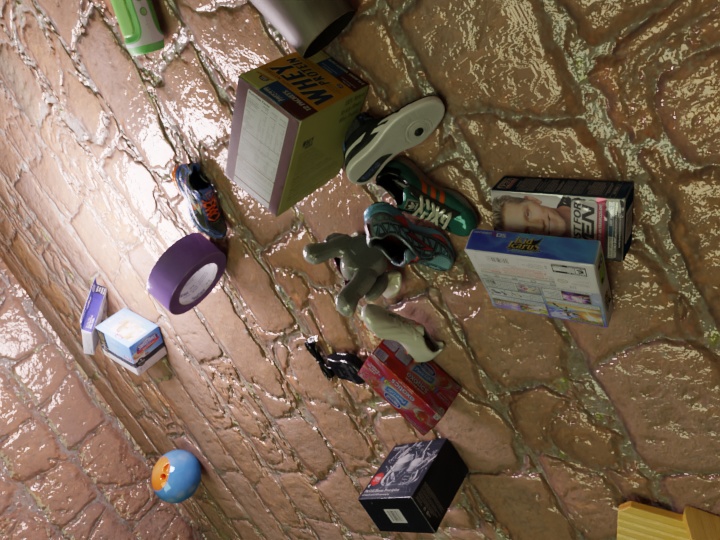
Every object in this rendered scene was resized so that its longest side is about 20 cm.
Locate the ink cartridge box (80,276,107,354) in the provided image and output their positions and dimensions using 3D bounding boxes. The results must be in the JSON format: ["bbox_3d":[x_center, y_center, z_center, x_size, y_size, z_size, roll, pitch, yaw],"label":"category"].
[{"bbox_3d":[-0.945,0.162,2.007,0.040,0.203,0.202,9,140,-13],"label":"ink cartridge box"}]

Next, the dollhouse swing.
[{"bbox_3d":[0.563,0.547,1.008,0.171,0.183,0.204,-3,120,18],"label":"dollhouse swing"}]

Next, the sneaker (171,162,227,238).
[{"bbox_3d":[-0.384,-0.170,1.369,0.077,0.075,0.203,-18,108,42],"label":"sneaker"}]

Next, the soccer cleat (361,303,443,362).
[{"bbox_3d":[0.086,0.119,1.148,0.198,0.070,0.077,36,131,-26],"label":"soccer cleat"}]

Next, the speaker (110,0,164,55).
[{"bbox_3d":[-0.472,-0.557,1.159,0.087,0.088,0.204,10,125,35],"label":"speaker"}]

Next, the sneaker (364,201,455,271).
[{"bbox_3d":[0.085,-0.035,1.007,0.197,0.097,0.079,26,136,-20],"label":"sneaker"}]

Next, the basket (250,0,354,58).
[{"bbox_3d":[-0.110,-0.457,0.890,0.201,0.136,0.179,51,142,-8],"label":"basket"}]

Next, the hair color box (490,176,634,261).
[{"bbox_3d":[0.301,-0.081,0.853,0.196,0.060,0.102,10,125,36],"label":"hair color box"}]

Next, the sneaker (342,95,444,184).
[{"bbox_3d":[0.042,-0.247,0.951,0.198,0.114,0.073,-35,138,21],"label":"sneaker"}]

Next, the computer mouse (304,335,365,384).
[{"bbox_3d":[-0.058,0.208,1.381,0.198,0.046,0.142,-12,115,57],"label":"computer mouse"}]

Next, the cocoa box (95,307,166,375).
[{"bbox_3d":[-0.803,0.245,1.974,0.196,0.133,0.134,19,130,29],"label":"cocoa box"}]

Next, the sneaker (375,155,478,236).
[{"bbox_3d":[0.109,-0.116,0.977,0.198,0.080,0.072,37,137,13],"label":"sneaker"}]

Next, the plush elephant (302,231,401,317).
[{"bbox_3d":[0.000,0.000,1.112,0.165,0.199,0.156,46,162,22],"label":"plush elephant"}]

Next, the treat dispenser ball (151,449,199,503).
[{"bbox_3d":[-0.751,0.840,2.301,0.197,0.201,0.205,22,131,27],"label":"treat dispenser ball"}]

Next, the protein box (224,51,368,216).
[{"bbox_3d":[-0.115,-0.246,0.988,0.134,0.198,0.202,37,136,12],"label":"protein box"}]

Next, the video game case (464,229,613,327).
[{"bbox_3d":[0.284,0.011,0.889,0.196,0.046,0.182,10,152,35],"label":"video game case"}]

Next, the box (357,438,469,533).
[{"bbox_3d":[0.124,0.508,1.333,0.198,0.182,0.105,-27,101,46],"label":"box"}]

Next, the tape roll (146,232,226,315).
[{"bbox_3d":[-0.444,0.009,1.451,0.084,0.200,0.202,37,137,11],"label":"tape roll"}]

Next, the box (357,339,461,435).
[{"bbox_3d":[0.105,0.239,1.219,0.199,0.100,0.096,41,137,9],"label":"box"}]
